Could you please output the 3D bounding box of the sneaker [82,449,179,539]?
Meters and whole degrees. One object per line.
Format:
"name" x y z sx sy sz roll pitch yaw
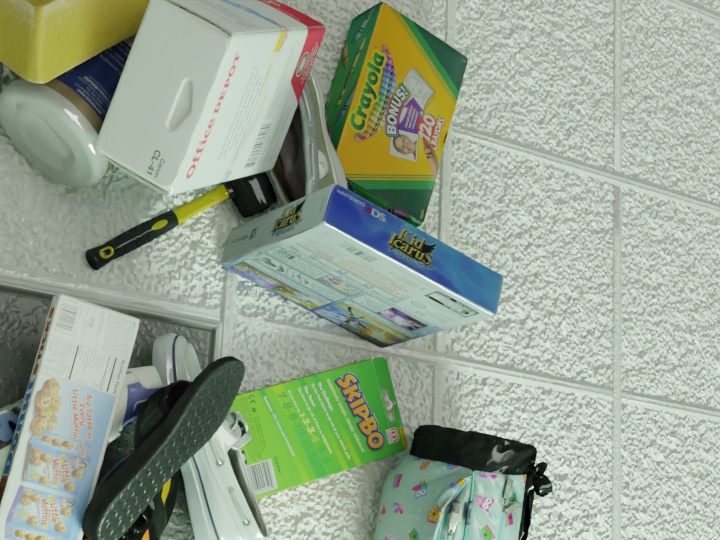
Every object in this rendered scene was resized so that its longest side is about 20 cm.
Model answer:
"sneaker" -0.202 0.235 1.226 0.070 0.090 0.201 42 69 -20

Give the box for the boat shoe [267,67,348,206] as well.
"boat shoe" -0.073 -0.140 1.410 0.065 0.074 0.204 -3 73 -63

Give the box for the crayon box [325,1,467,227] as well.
"crayon box" 0.027 -0.153 1.510 0.118 0.058 0.202 28 64 -27

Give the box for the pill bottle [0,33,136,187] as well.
"pill bottle" -0.215 -0.177 1.313 0.111 0.111 0.201 47 57 -17

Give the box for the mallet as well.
"mallet" -0.160 -0.043 1.370 0.200 0.041 0.066 -39 98 -31

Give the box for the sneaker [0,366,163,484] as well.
"sneaker" -0.252 0.157 1.237 0.198 0.080 0.116 -21 95 -30

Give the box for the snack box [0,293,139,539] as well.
"snack box" -0.236 0.125 1.190 0.071 0.024 0.202 20 74 -25

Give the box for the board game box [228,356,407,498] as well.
"board game box" -0.046 0.148 1.408 0.198 0.030 0.097 -13 87 -34

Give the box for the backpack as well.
"backpack" 0.083 0.251 1.409 0.125 0.167 0.202 15 83 -20

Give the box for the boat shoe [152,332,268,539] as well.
"boat shoe" -0.127 0.148 1.314 0.074 0.066 0.202 -51 128 -77

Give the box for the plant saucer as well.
"plant saucer" -0.263 -0.265 1.270 0.199 0.049 0.199 37 51 23

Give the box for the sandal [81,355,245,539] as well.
"sandal" -0.166 0.134 1.221 0.048 0.076 0.201 28 53 20

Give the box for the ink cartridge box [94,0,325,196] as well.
"ink cartridge box" -0.123 -0.156 1.277 0.085 0.149 0.200 29 18 16

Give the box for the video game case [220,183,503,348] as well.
"video game case" 0.000 0.000 1.379 0.199 0.181 0.046 28 63 -27
